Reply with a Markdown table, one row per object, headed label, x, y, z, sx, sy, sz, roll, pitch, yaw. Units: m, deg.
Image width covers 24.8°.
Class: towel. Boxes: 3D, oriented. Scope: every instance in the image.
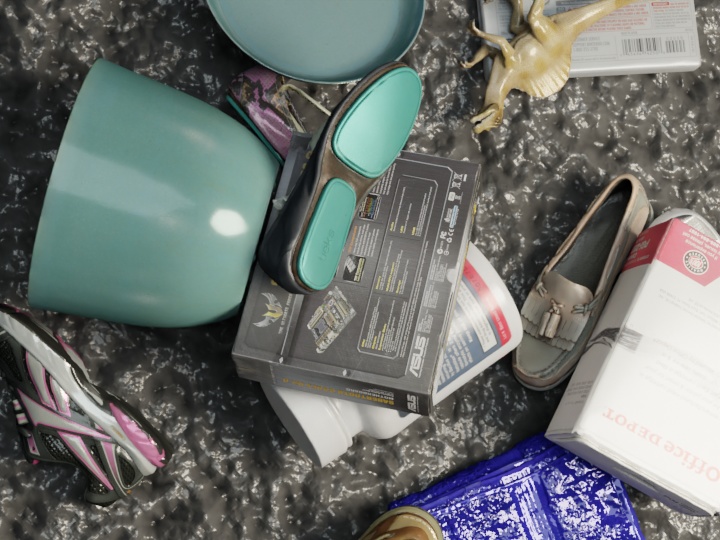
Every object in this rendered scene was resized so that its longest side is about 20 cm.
| label | x | y | z | sx | sy | sz | roll | pitch | yaw |
| --- | --- | --- | --- | --- | --- | --- | --- | --- | --- |
| towel | 0.135 | 0.224 | 1.368 | 0.198 | 0.050 | 0.149 | -22 | 85 | -12 |

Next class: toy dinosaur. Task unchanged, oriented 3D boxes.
| label | x | y | z | sx | sy | sz | roll | pitch | yaw |
| --- | --- | --- | --- | --- | --- | --- | --- | --- | --- |
| toy dinosaur | 0.154 | -0.205 | 1.423 | 0.200 | 0.058 | 0.101 | -40 | 103 | -4 |

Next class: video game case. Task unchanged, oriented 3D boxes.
| label | x | y | z | sx | sy | sz | roll | pitch | yaw |
| --- | --- | --- | --- | --- | --- | --- | --- | --- | --- |
| video game case | 0.199 | -0.264 | 1.468 | 0.198 | 0.023 | 0.184 | -4 | 82 | -9 |

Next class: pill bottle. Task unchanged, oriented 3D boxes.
| label | x | y | z | sx | sy | sz | roll | pitch | yaw |
| --- | --- | --- | --- | --- | --- | --- | --- | --- | --- |
| pill bottle | 0.022 | 0.066 | 1.338 | 0.199 | 0.120 | 0.120 | -35 | 88 | -13 |

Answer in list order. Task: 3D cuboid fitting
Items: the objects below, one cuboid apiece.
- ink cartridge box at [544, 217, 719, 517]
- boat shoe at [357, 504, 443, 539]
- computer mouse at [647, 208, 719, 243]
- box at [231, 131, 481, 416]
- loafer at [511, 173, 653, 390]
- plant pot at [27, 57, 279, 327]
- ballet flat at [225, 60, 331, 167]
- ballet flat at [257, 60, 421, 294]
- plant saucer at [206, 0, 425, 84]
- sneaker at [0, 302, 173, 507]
| label | x | y | z | sx | sy | sz | roll | pitch | yaw |
| --- | --- | --- | --- | --- | --- | --- | --- | --- | --- |
| ink cartridge box | 0.262 | 0.082 | 1.349 | 0.145 | 0.085 | 0.201 | 29 | 77 | -7 |
| boat shoe | -0.013 | 0.271 | 1.305 | 0.075 | 0.074 | 0.201 | 38 | 96 | 3 |
| computer mouse | 0.312 | 0.037 | 1.430 | 0.109 | 0.044 | 0.201 | -31 | 92 | -11 |
| box | 0.000 | 0.000 | 1.278 | 0.157 | 0.048 | 0.202 | 10 | 66 | 9 |
| loafer | 0.184 | 0.005 | 1.395 | 0.071 | 0.063 | 0.201 | 25 | 74 | 24 |
| plant pot | -0.154 | -0.047 | 1.282 | 0.159 | 0.201 | 0.202 | 16 | 79 | -3 |
| ballet flat | -0.035 | -0.092 | 1.378 | 0.071 | 0.069 | 0.201 | -34 | 85 | 6 |
| ballet flat | -0.022 | -0.075 | 1.252 | 0.073 | 0.073 | 0.201 | 27 | 74 | -4 |
| plant saucer | -0.042 | -0.243 | 1.402 | 0.198 | 0.027 | 0.202 | 7 | 65 | -15 |
| sneaker | -0.250 | 0.110 | 1.313 | 0.200 | 0.080 | 0.086 | 43 | 88 | 5 |
